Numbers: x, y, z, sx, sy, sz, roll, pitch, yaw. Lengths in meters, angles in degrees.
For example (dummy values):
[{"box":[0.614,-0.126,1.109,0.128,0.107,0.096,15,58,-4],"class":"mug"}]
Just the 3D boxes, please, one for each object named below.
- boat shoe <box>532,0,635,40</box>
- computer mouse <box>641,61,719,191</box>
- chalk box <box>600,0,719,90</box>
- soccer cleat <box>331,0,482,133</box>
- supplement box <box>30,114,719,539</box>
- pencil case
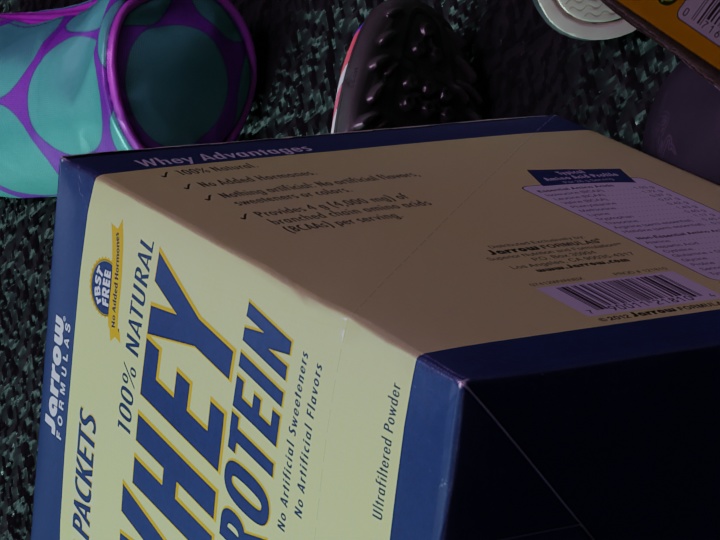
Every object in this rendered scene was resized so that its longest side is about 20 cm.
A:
[{"box":[0.085,-0.177,0.966,0.068,0.071,0.201,123,147,-80],"class":"boat shoe"},{"box":[0.157,-0.081,0.854,0.200,0.046,0.141,-8,74,47],"class":"computer mouse"},{"box":[0.099,-0.153,0.837,0.124,0.124,0.200,-51,39,13],"class":"chalk box"},{"box":[0.000,0.000,0.991,0.073,0.068,0.201,-12,72,50],"class":"soccer cleat"},{"box":[0.038,0.049,0.808,0.200,0.199,0.135,28,117,49],"class":"supplement box"},{"box":[-0.133,-0.078,1.145,0.200,0.085,0.093,1,108,47],"class":"pencil case"}]
